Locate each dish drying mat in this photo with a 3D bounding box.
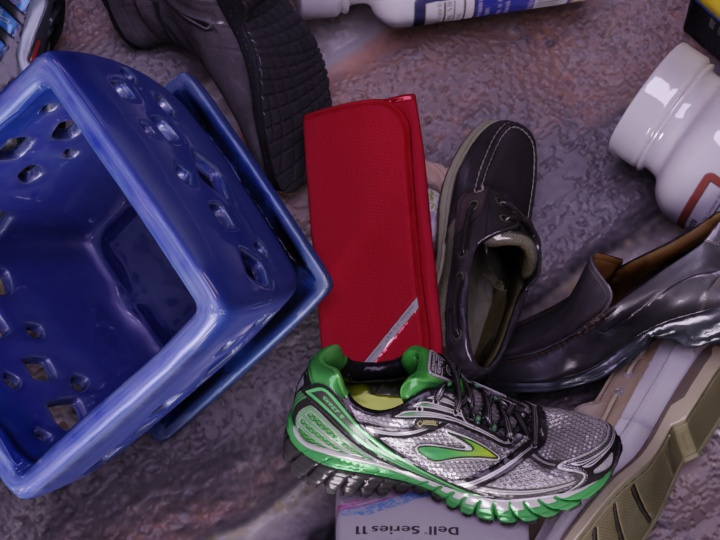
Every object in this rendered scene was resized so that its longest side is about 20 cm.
[{"bbox_3d":[0.007,-0.015,1.635,0.077,0.018,0.200,-11,66,13],"label":"dish drying mat"}]

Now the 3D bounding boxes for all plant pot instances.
[{"bbox_3d":[-0.146,-0.002,1.600,0.200,0.180,0.200,-42,73,27],"label":"plant pot"}]

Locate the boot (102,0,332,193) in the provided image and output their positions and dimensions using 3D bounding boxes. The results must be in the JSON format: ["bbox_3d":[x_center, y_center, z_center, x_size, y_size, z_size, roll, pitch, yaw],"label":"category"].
[{"bbox_3d":[-0.099,-0.149,1.724,0.070,0.131,0.200,-34,118,-44],"label":"boot"}]

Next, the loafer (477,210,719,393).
[{"bbox_3d":[0.157,0.019,1.655,0.200,0.073,0.072,-21,115,13],"label":"loafer"}]

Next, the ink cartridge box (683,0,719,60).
[{"bbox_3d":[0.296,-0.135,1.666,0.200,0.198,0.047,43,79,12],"label":"ink cartridge box"}]

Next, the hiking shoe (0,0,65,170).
[{"bbox_3d":[-0.238,-0.162,1.727,0.086,0.074,0.201,-1,72,-2],"label":"hiking shoe"}]

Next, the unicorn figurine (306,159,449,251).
[{"bbox_3d":[0.000,0.000,1.681,0.137,0.074,0.200,33,77,13],"label":"unicorn figurine"}]

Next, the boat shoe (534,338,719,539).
[{"bbox_3d":[0.158,0.119,1.651,0.068,0.075,0.200,25,59,31],"label":"boat shoe"}]

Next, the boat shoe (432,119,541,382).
[{"bbox_3d":[0.084,-0.009,1.662,0.072,0.066,0.201,40,56,-34],"label":"boat shoe"}]

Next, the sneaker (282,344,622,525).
[{"bbox_3d":[0.056,0.093,1.555,0.199,0.085,0.078,7,35,-3],"label":"sneaker"}]

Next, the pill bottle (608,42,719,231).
[{"bbox_3d":[0.262,-0.054,1.684,0.200,0.112,0.112,37,75,10],"label":"pill bottle"}]

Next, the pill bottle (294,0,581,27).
[{"bbox_3d":[0.052,-0.223,1.729,0.199,0.120,0.120,-8,73,-4],"label":"pill bottle"}]

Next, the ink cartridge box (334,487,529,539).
[{"bbox_3d":[0.043,0.171,1.577,0.117,0.067,0.200,1,35,-1],"label":"ink cartridge box"}]
